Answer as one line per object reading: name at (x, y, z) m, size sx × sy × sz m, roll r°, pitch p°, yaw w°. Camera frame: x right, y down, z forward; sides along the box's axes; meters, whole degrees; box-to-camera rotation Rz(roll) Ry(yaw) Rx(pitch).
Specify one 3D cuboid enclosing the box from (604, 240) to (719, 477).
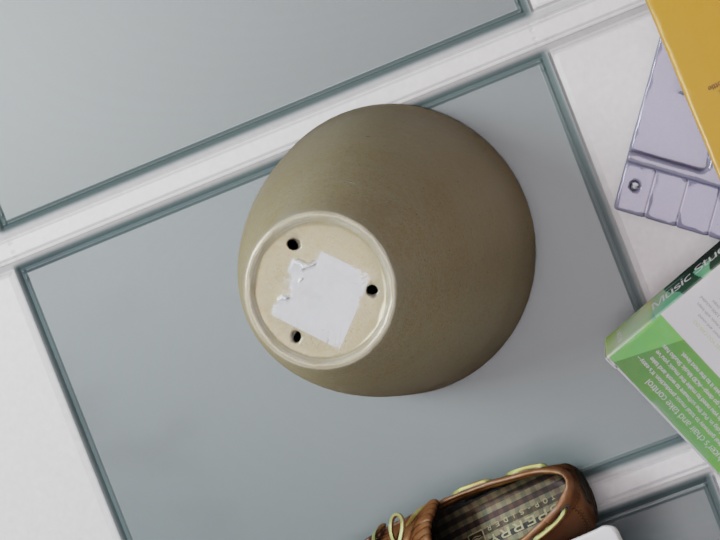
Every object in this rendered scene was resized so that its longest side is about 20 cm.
box at (0.269, 0.035, 1.731) m, size 0.200 × 0.036 × 0.144 m, roll -41°, pitch 102°, yaw 13°

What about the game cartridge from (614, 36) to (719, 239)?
game cartridge at (0.243, -0.117, 1.738) m, size 0.129 × 0.038 × 0.201 m, roll 17°, pitch 101°, yaw 15°

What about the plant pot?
plant pot at (0.000, 0.000, 1.723) m, size 0.186 × 0.200 × 0.189 m, roll 2°, pitch 98°, yaw 12°

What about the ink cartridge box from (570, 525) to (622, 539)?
ink cartridge box at (0.155, 0.256, 1.777) m, size 0.115 × 0.067 × 0.201 m, roll -24°, pitch 98°, yaw 15°

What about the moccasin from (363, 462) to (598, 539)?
moccasin at (0.053, 0.179, 1.788) m, size 0.200 × 0.078 × 0.074 m, roll -21°, pitch 66°, yaw 15°

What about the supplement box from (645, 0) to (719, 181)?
supplement box at (0.230, -0.102, 1.669) m, size 0.066 × 0.069 × 0.201 m, roll -24°, pitch 75°, yaw 16°
